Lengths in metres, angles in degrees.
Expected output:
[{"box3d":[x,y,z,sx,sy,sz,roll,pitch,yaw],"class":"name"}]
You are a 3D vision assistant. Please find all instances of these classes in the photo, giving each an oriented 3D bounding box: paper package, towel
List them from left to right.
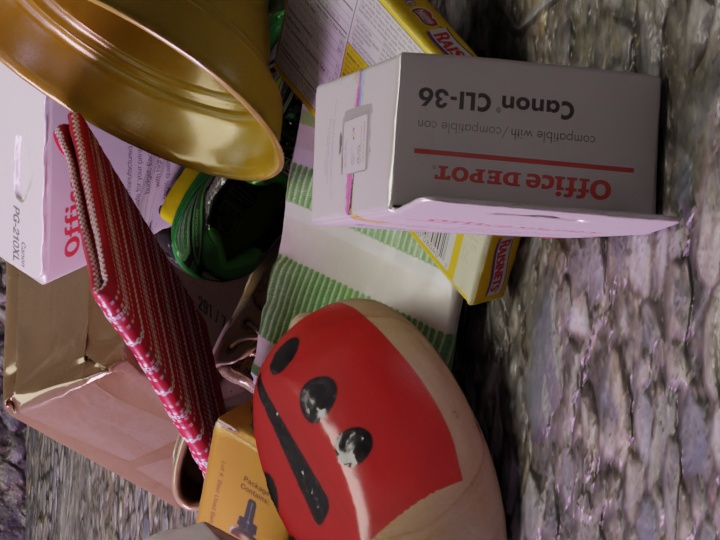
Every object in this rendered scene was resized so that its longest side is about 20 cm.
[{"box3d":[-0.116,0.025,1.566,0.200,0.022,0.145,63,-172,-46],"class":"towel"},{"box3d":[-0.132,0.030,1.829,0.103,0.200,0.192,-20,56,28],"class":"paper package"},{"box3d":[0.009,-0.013,1.473,0.152,0.023,0.202,26,109,48],"class":"towel"}]

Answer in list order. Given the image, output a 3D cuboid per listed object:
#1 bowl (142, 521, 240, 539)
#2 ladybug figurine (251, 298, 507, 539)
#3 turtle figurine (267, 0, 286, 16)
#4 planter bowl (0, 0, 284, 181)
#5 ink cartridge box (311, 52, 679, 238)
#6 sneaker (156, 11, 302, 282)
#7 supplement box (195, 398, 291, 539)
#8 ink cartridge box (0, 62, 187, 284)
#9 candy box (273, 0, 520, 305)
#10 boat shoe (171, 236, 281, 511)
[{"box3d":[-0.033,0.196,1.423,0.075,0.199,0.200,-60,13,-2],"class":"bowl"},{"box3d":[0.002,0.098,1.399,0.200,0.072,0.136,57,138,38],"class":"ladybug figurine"},{"box3d":[-0.031,-0.208,1.507,0.193,0.200,0.145,13,70,55],"class":"turtle figurine"},{"box3d":[-0.109,-0.134,1.473,0.084,0.200,0.200,-61,6,-15],"class":"planter bowl"},{"box3d":[0.055,-0.051,1.203,0.200,0.116,0.068,179,94,-77],"class":"ink cartridge box"},{"box3d":[-0.038,-0.077,1.657,0.201,0.078,0.085,-61,27,0],"class":"sneaker"},{"box3d":[-0.055,0.168,1.568,0.066,0.069,0.201,29,124,27],"class":"supplement box"},{"box3d":[-0.138,-0.100,1.683,0.084,0.199,0.146,30,130,34],"class":"ink cartridge box"},{"box3d":[0.021,-0.085,1.404,0.200,0.026,0.103,52,140,36],"class":"candy box"},{"box3d":[-0.052,0.055,1.677,0.201,0.071,0.065,-64,-2,17],"class":"boat shoe"}]
